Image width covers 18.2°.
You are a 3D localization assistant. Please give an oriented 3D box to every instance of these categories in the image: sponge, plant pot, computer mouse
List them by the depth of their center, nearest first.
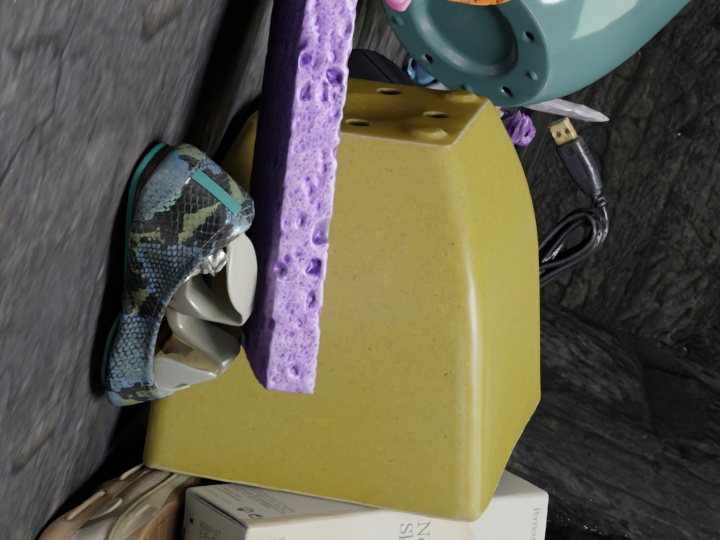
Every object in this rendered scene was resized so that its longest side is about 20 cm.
[{"bbox_3d":[-0.033,-0.051,1.116,0.112,0.030,0.200,-122,-142,-72],"label":"sponge"},{"bbox_3d":[0.000,0.000,1.270,0.196,0.194,0.200,-52,148,-66],"label":"plant pot"},{"bbox_3d":[0.064,-0.064,1.364,0.140,0.200,0.046,-33,-176,1],"label":"computer mouse"},{"bbox_3d":[0.106,-0.198,1.400,0.161,0.200,0.201,-51,167,-29],"label":"plant pot"}]

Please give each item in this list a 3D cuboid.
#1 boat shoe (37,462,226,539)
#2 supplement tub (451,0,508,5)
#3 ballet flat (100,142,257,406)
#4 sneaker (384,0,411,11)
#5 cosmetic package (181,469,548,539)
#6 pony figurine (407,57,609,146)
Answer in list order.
[{"bbox_3d":[-0.123,0.137,1.257,0.200,0.064,0.071,-20,118,-76],"label":"boat shoe"},{"bbox_3d":[0.074,-0.253,1.216,0.123,0.122,0.200,-56,169,-57],"label":"supplement tub"},{"bbox_3d":[-0.087,0.019,1.109,0.200,0.074,0.074,103,12,-56],"label":"ballet flat"},{"bbox_3d":[0.022,-0.191,1.107,0.095,0.079,0.200,-44,175,2],"label":"sneaker"},{"bbox_3d":[0.001,0.169,1.254,0.073,0.200,0.104,22,-68,55],"label":"cosmetic package"},{"bbox_3d":[0.097,-0.141,1.805,0.200,0.166,0.193,-52,168,9],"label":"pony figurine"}]
